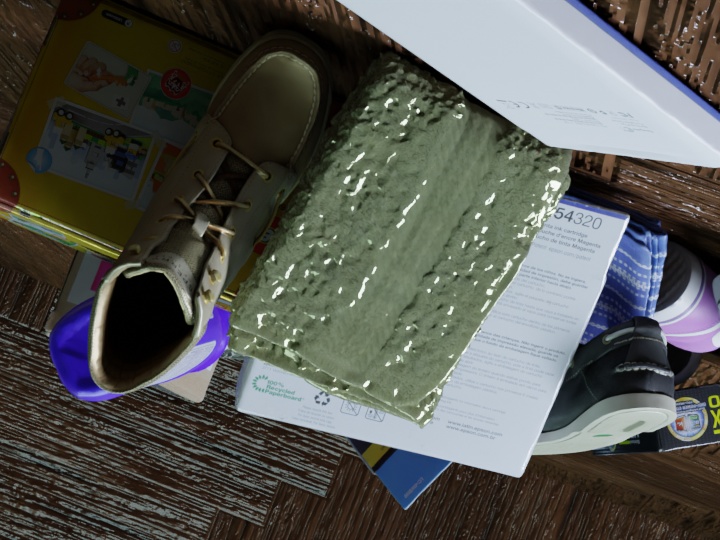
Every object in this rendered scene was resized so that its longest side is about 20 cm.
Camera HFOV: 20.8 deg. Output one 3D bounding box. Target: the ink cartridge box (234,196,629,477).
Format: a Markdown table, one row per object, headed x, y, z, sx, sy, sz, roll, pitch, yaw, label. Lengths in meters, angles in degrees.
| x | y | z | sx | sy | sz | roll | pitch | yaw | label |
| --- | --- | --- | --- | --- | --- | --- | --- | --- | --- |
| 0.041 | 0.020 | 1.215 | 0.195 | 0.201 | 0.043 | 15 | -155 | -12 | ink cartridge box |

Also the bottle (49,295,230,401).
| x | y | z | sx | sy | sz | roll | pitch | yaw | label |
| --- | --- | --- | --- | --- | --- | --- | --- | --- | --- |
| -0.138 | 0.043 | 1.344 | 0.083 | 0.066 | 0.200 | -26 | 176 | 18 | bottle |

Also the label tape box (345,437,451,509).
| x | y | z | sx | sy | sz | roll | pitch | yaw | label |
| --- | --- | --- | --- | --- | --- | --- | --- | --- | --- |
| 0.042 | 0.081 | 1.574 | 0.200 | 0.143 | 0.066 | 49 | -170 | 34 | label tape box |

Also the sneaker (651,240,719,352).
| x | y | z | sx | sy | sz | roll | pitch | yaw | label |
| --- | --- | --- | --- | --- | --- | --- | --- | --- | --- |
| 0.176 | 0.020 | 1.365 | 0.200 | 0.073 | 0.114 | 13 | 171 | 45 | sneaker |

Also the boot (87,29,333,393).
| x | y | z | sx | sy | sz | roll | pitch | yaw | label |
| --- | --- | --- | --- | --- | --- | --- | --- | --- | --- |
| -0.087 | -0.034 | 1.121 | 0.073 | 0.201 | 0.156 | 33 | -157 | -5 | boot |

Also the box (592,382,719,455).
| x | y | z | sx | sy | sz | roll | pitch | yaw | label |
| --- | --- | --- | --- | --- | --- | --- | --- | --- | --- |
| 0.275 | 0.109 | 1.511 | 0.159 | 0.045 | 0.200 | -8 | 175 | -9 | box |

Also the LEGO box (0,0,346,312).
| x | y | z | sx | sy | sz | roll | pitch | yaw | label |
| --- | --- | --- | --- | --- | --- | --- | --- | --- | --- |
| -0.127 | -0.073 | 1.267 | 0.199 | 0.150 | 0.077 | 23 | 172 | -6 | LEGO box |

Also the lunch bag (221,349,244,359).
| x | y | z | sx | sy | sz | roll | pitch | yaw | label |
| --- | --- | --- | --- | --- | --- | --- | --- | --- | --- |
| -0.125 | 0.014 | 1.889 | 0.167 | 0.141 | 0.199 | 11 | 178 | -34 | lunch bag |

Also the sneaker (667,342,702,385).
| x | y | z | sx | sy | sz | roll | pitch | yaw | label |
| --- | --- | --- | --- | --- | --- | --- | --- | --- | --- |
| 0.161 | 0.038 | 1.503 | 0.199 | 0.071 | 0.099 | 20 | 178 | 38 | sneaker |

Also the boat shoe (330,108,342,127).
| x | y | z | sx | sy | sz | roll | pitch | yaw | label |
| --- | --- | --- | --- | --- | --- | --- | --- | --- | --- |
| 0.026 | -0.056 | 1.273 | 0.063 | 0.074 | 0.201 | 10 | 171 | 18 | boat shoe |

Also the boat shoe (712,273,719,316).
| x | y | z | sx | sy | sz | roll | pitch | yaw | label |
| --- | --- | --- | --- | --- | --- | --- | --- | --- | --- |
| 0.279 | 0.058 | 1.280 | 0.073 | 0.066 | 0.200 | -20 | 151 | 26 | boat shoe |

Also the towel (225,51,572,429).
| x | y | z | sx | sy | sz | roll | pitch | yaw | label |
| --- | --- | --- | --- | --- | --- | --- | --- | --- | --- |
| 0.021 | -0.015 | 1.139 | 0.148 | 0.201 | 0.037 | 25 | -165 | -18 | towel |

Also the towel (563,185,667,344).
| x | y | z | sx | sy | sz | roll | pitch | yaw | label |
| --- | --- | --- | --- | --- | --- | --- | --- | --- | --- |
| 0.125 | 0.014 | 1.288 | 0.144 | 0.024 | 0.201 | 24 | 144 | 20 | towel |

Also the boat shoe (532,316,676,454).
| x | y | z | sx | sy | sz | roll | pitch | yaw | label |
| --- | --- | --- | --- | --- | --- | --- | --- | --- | --- |
| 0.145 | 0.083 | 1.295 | 0.071 | 0.068 | 0.200 | 1 | 163 | -23 | boat shoe |

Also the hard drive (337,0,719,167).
| x | y | z | sx | sy | sz | roll | pitch | yaw | label |
| --- | --- | --- | --- | --- | --- | --- | --- | --- | --- |
| 0.080 | -0.107 | 0.958 | 0.131 | 0.026 | 0.199 | 12 | 167 | 47 | hard drive |

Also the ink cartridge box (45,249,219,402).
| x | y | z | sx | sy | sz | roll | pitch | yaw | label |
| --- | --- | --- | --- | --- | --- | --- | --- | --- | --- |
| -0.143 | -0.016 | 1.494 | 0.075 | 0.201 | 0.165 | 18 | 172 | 20 | ink cartridge box |
